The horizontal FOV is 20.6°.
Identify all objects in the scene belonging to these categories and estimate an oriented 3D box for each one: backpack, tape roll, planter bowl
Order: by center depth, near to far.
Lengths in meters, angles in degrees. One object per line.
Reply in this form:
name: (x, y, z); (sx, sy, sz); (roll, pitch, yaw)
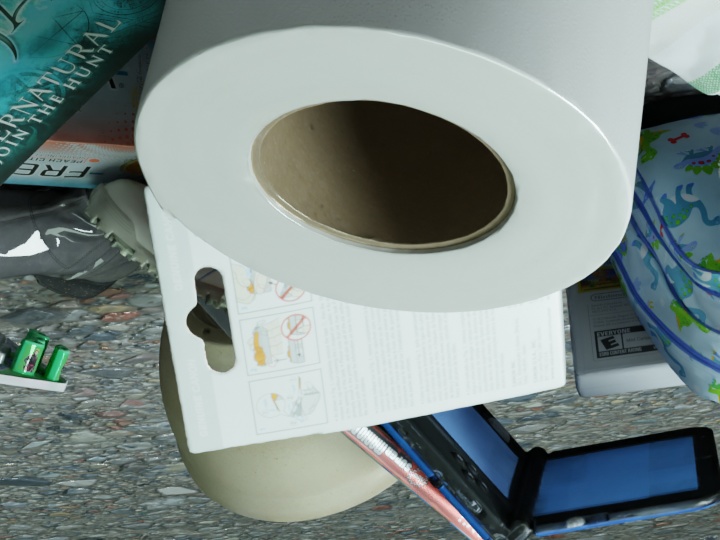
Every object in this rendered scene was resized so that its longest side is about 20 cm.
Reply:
tape roll: (0.018, -0.092, 0.808); (0.201, 0.140, 0.203); (9, 151, 5)
backpack: (0.220, -0.014, 1.136); (0.161, 0.202, 0.154); (-5, 148, -6)
planter bowl: (-0.049, 0.042, 1.299); (0.198, 0.201, 0.135); (-10, 136, 14)

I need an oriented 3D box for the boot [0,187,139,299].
boot: (-0.176, -0.038, 1.183); (0.131, 0.070, 0.199); (-23, 165, 32)

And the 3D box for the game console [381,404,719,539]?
game console: (0.108, 0.084, 1.144); (0.118, 0.171, 0.200); (-42, 179, 9)

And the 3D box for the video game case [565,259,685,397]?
video game case: (0.225, -0.004, 1.231); (0.198, 0.183, 0.023); (-8, 132, 8)

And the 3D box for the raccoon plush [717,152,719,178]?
raccoon plush: (0.234, -0.092, 0.985); (0.096, 0.135, 0.200); (-1, 163, -12)

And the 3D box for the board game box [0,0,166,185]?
board game box: (-0.182, -0.099, 0.883); (0.135, 0.028, 0.200); (19, 133, -41)

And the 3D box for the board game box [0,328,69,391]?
board game box: (-0.294, 0.008, 1.149); (0.199, 0.026, 0.199); (29, -170, 40)

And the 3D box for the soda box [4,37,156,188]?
soda box: (-0.173, -0.083, 1.006); (0.198, 0.064, 0.068); (3, 162, -25)

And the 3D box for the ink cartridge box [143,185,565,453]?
ink cartridge box: (0.000, 0.000, 0.983); (0.198, 0.047, 0.161); (-10, 122, -5)

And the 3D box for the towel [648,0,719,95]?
towel: (0.119, -0.142, 0.861); (0.199, 0.031, 0.149); (22, 153, -20)

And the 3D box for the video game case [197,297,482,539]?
video game case: (-0.013, 0.078, 1.154); (0.200, 0.017, 0.143); (41, 178, -21)

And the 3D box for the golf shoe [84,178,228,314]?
golf shoe: (-0.044, -0.020, 1.043); (0.199, 0.098, 0.078); (24, -168, -17)
